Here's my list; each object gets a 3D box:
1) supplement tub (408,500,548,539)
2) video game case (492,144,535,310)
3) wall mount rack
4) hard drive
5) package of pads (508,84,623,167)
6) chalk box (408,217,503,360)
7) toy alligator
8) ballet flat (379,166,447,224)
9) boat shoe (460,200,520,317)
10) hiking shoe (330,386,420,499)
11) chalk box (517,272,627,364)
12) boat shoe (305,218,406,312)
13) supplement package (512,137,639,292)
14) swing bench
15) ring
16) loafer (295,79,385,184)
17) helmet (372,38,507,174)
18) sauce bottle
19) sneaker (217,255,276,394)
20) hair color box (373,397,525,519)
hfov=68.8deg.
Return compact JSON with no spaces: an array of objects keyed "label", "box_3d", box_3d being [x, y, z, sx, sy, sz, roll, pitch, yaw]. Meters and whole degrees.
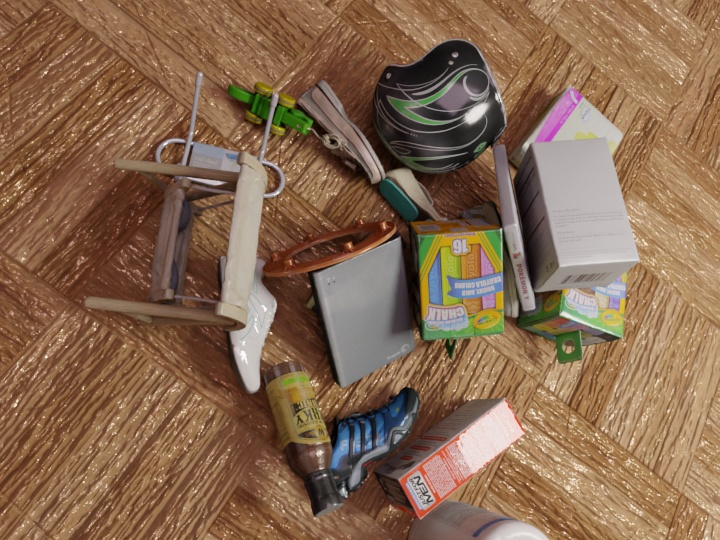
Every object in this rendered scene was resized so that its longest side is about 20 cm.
[{"label":"supplement tub","box_3d":[0.156,0.386,0.695,0.131,0.200,0.133,4,75,-16]},{"label":"video game case","box_3d":[0.243,-0.069,0.834,0.023,0.183,0.201,-10,43,19]},{"label":"wall mount rack","box_3d":[-0.203,-0.193,0.801,0.199,0.075,0.175,12,73,-15]},{"label":"hard drive","box_3d":[0.007,0.059,0.764,0.139,0.033,0.201,-24,123,-22]},{"label":"package of pads","box_3d":[0.397,-0.236,1.005,0.154,0.068,0.200,41,69,-3]},{"label":"chalk box","box_3d":[0.142,0.030,0.793,0.123,0.125,0.201,-5,104,1]},{"label":"toy alligator","box_3d":[-0.118,-0.251,0.851,0.199,0.060,0.054,26,27,-1]},{"label":"ballet flat","box_3d":[0.111,-0.089,0.882,0.069,0.069,0.201,-33,87,-22]},{"label":"boat shoe","box_3d":[0.226,-0.016,0.899,0.064,0.074,0.203,-16,82,19]},{"label":"hiking shoe","box_3d":[0.005,0.232,0.755,0.200,0.074,0.087,-43,92,-22]},{"label":"chalk box","box_3d":[0.353,0.053,0.886,0.123,0.124,0.201,20,70,-12]},{"label":"boat shoe","box_3d":[0.000,0.000,0.817,0.066,0.072,0.201,43,63,3]},{"label":"supplement package","box_3d":[0.315,-0.082,0.793,0.116,0.117,0.201,-4,70,1]},{"label":"swing bench","box_3d":[-0.216,-0.031,0.683,0.199,0.130,0.200,2,74,15]},{"label":"ring","box_3d":[-0.046,-0.039,0.747,0.200,0.200,0.019,-24,105,-21]},{"label":"loafer","box_3d":[-0.035,-0.219,0.873,0.063,0.072,0.201,-32,80,-5]},{"label":"helmet","box_3d":[0.119,-0.257,0.859,0.190,0.200,0.201,-26,84,7]},{"label":"sauce bottle","box_3d":[-0.075,0.221,0.706,0.064,0.065,0.201,-15,60,-20]},{"label":"sneaker","box_3d":[-0.154,0.072,0.751,0.080,0.070,0.202,-5,77,-21]},{"label":"hair color box","box_3d":[0.128,0.266,0.766,0.199,0.111,0.064,-28,85,-21]}]
